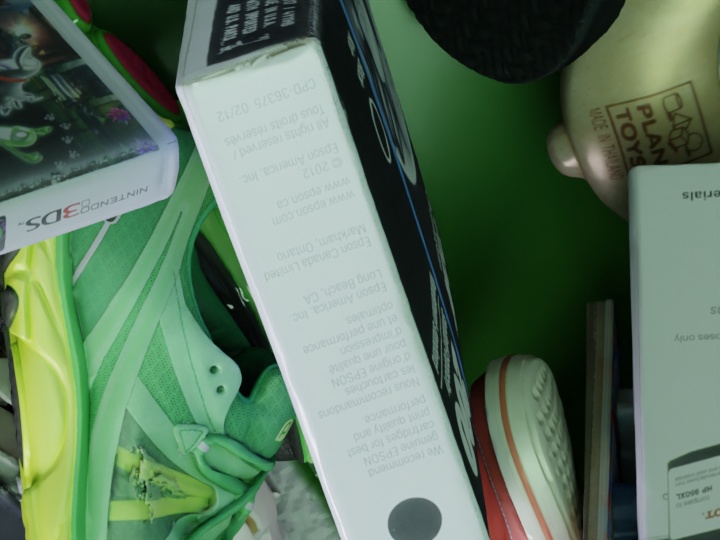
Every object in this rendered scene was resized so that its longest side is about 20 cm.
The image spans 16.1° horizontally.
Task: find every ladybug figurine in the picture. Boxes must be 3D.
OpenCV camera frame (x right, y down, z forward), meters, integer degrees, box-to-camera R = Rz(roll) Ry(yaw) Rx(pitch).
[{"bbox_3d":[0.146,-0.080,0.785,0.200,0.072,0.136,-22,113,-4],"label":"ladybug figurine"}]

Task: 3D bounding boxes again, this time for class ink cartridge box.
[{"bbox_3d":[0.125,0.086,0.735,0.084,0.145,0.200,-3,69,11],"label":"ink cartridge box"},{"bbox_3d":[0.000,0.000,0.715,0.043,0.198,0.200,-15,113,5],"label":"ink cartridge box"}]

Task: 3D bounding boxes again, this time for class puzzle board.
[{"bbox_3d":[0.085,0.132,0.786,0.017,0.151,0.200,-4,125,9],"label":"puzzle board"}]

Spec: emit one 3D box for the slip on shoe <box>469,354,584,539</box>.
[{"bbox_3d":[0.038,0.096,0.790,0.061,0.074,0.200,-4,146,-4],"label":"slip on shoe"}]

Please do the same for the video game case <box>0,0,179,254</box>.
[{"bbox_3d":[-0.173,-0.056,0.634,0.182,0.200,0.023,-20,139,-28],"label":"video game case"}]

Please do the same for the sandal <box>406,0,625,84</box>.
[{"bbox_3d":[0.066,-0.106,0.704,0.048,0.200,0.075,-27,88,-26],"label":"sandal"}]

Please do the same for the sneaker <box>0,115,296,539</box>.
[{"bbox_3d":[-0.053,0.055,0.707,0.084,0.074,0.200,-6,102,-7],"label":"sneaker"}]

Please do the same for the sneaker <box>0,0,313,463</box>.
[{"bbox_3d":[-0.080,-0.015,0.767,0.084,0.077,0.200,-37,108,18],"label":"sneaker"}]

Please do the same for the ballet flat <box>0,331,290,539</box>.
[{"bbox_3d":[-0.071,0.074,0.783,0.200,0.073,0.073,36,99,-25],"label":"ballet flat"}]
